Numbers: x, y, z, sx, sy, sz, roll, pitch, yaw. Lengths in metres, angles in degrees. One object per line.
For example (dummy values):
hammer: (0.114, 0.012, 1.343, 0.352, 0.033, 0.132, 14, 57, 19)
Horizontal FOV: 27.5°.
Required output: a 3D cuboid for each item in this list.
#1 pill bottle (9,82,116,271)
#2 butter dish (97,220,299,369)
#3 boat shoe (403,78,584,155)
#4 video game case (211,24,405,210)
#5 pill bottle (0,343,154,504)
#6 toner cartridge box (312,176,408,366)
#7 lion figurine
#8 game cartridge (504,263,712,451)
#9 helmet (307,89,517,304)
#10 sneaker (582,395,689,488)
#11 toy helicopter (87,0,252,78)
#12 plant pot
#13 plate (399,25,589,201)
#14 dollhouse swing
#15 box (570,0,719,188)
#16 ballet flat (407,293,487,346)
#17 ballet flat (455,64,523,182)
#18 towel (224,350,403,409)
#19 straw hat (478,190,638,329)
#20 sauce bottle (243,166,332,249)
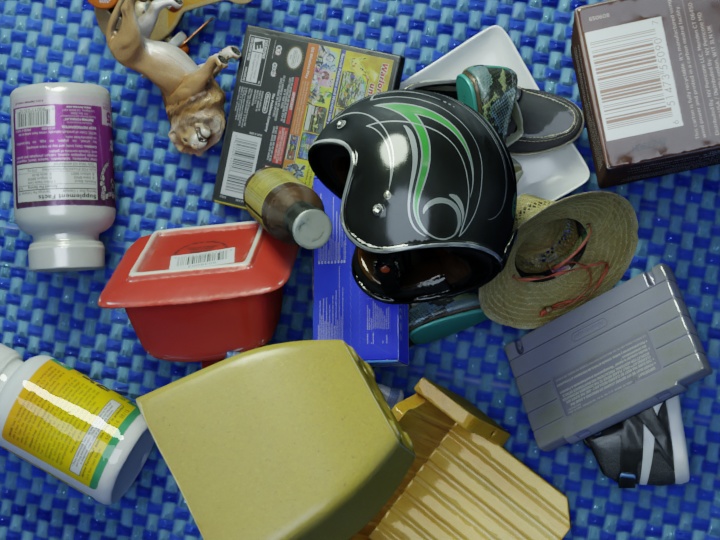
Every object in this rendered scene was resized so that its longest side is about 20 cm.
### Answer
pill bottle: (-0.326, -0.100, 1.619, 0.112, 0.112, 0.201, -3, 89, 7)
butter dish: (-0.159, 0.041, 1.578, 0.199, 0.200, 0.148, -5, 111, 7)
boat shoe: (0.137, -0.165, 1.553, 0.199, 0.063, 0.073, 8, 86, 7)
video game case: (-0.058, -0.152, 1.607, 0.180, 0.025, 0.200, 14, 96, 16)
pill bottle: (-0.332, 0.162, 1.612, 0.200, 0.113, 0.113, 27, 92, 8)
toner cartridge box: (0.000, 0.000, 1.540, 0.095, 0.043, 0.201, -3, 79, 17)
lion figurine: (-0.214, -0.224, 1.602, 0.200, 0.073, 0.122, 44, 120, -10)
game cartridge: (0.254, 0.094, 1.528, 0.200, 0.038, 0.130, -30, 65, 26)
helmet: (0.051, -0.081, 1.430, 0.200, 0.200, 0.191, -8, 67, 7)
sneaker: (0.279, 0.132, 1.553, 0.112, 0.073, 0.201, -9, 88, 6)
toy helicopter: (-0.199, -0.291, 1.622, 0.200, 0.079, 0.133, -9, 110, 18)
plant pot: (-0.063, 0.171, 1.420, 0.200, 0.194, 0.196, -31, 72, 2)
plate: (0.117, -0.133, 1.602, 0.200, 0.032, 0.200, -31, 84, 6)
dollhouse swing: (0.094, 0.255, 1.533, 0.176, 0.182, 0.200, 39, 93, 28)
box: (0.309, -0.186, 1.494, 0.164, 0.200, 0.166, -12, 87, 7)
ballet flat: (0.043, 0.054, 1.584, 0.200, 0.074, 0.074, -24, 86, 3)
ballet flat: (0.138, -0.120, 1.522, 0.074, 0.074, 0.200, 3, 126, 7)
towel: (-0.065, 0.165, 1.563, 0.200, 0.024, 0.147, 14, 118, -14)
straw hat: (0.189, -0.033, 1.542, 0.201, 0.201, 0.085, -35, 52, 5)
sauce bottle: (-0.072, -0.060, 1.502, 0.065, 0.200, 0.065, -4, 106, -15)
